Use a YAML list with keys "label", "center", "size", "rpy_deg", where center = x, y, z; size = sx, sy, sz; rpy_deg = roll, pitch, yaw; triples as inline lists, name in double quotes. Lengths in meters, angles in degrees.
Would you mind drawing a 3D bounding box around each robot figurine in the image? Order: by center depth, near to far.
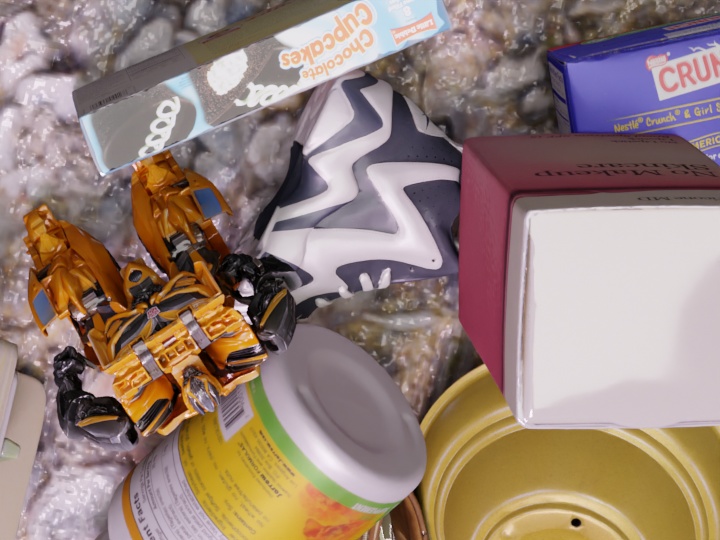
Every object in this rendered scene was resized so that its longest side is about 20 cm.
- label: "robot figurine"
  center: [-0.112, 0.013, 1.287]
  size: [0.144, 0.200, 0.058]
  rpy_deg: [-33, 124, -1]

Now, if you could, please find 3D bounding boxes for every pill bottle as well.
- label: "pill bottle"
  center: [-0.067, 0.131, 1.338]
  size: [0.111, 0.111, 0.200]
  rpy_deg: [40, 117, -13]

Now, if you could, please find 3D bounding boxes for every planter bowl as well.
- label: "planter bowl"
  center: [0.115, 0.149, 1.366]
  size: [0.199, 0.084, 0.202]
  rpy_deg: [6, 118, 11]

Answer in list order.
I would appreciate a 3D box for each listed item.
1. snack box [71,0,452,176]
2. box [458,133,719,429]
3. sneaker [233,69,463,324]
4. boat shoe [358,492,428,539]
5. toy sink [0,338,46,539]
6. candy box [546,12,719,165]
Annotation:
- label: "snack box"
  center: [-0.056, -0.112, 1.314]
  size: [0.199, 0.116, 0.037]
  rpy_deg: [-23, 103, -3]
- label: "box"
  center: [0.126, 0.000, 1.247]
  size: [0.127, 0.200, 0.110]
  rpy_deg: [-1, 103, -7]
- label: "sneaker"
  center: [0.000, 0.000, 1.363]
  size: [0.129, 0.079, 0.200]
  rpy_deg: [24, 94, -11]
- label: "boat shoe"
  center: [0.016, 0.209, 1.389]
  size: [0.075, 0.074, 0.202]
  rpy_deg: [-21, 101, -44]
- label: "toy sink"
  center: [-0.251, 0.091, 1.286]
  size: [0.199, 0.112, 0.131]
  rpy_deg: [19, 76, -25]
- label: "candy box"
  center: [0.204, -0.042, 1.387]
  size: [0.168, 0.077, 0.202]
  rpy_deg: [-11, 103, -5]
